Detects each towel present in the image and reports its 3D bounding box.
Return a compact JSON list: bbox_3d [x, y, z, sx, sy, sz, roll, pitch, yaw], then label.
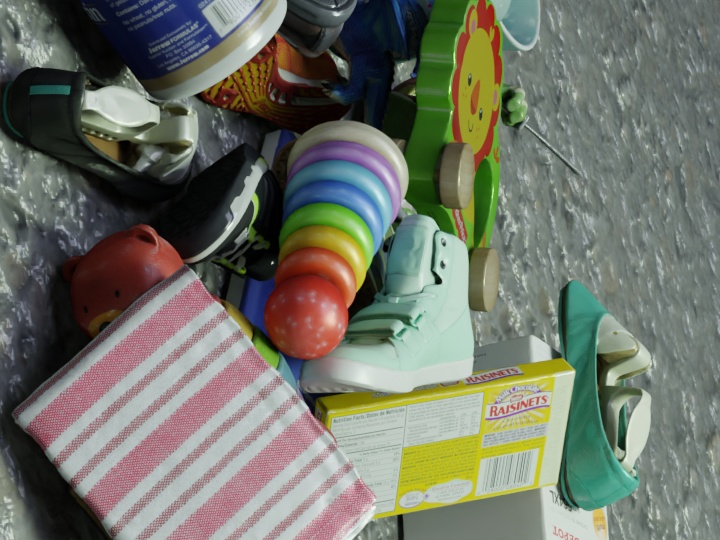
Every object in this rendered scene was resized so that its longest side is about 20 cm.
[{"bbox_3d":[-0.099,0.116,1.436,0.146,0.030,0.200,-41,97,-21],"label":"towel"}]

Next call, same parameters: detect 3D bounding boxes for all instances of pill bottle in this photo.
[{"bbox_3d":[-0.146,-0.220,1.550,0.200,0.116,0.116,54,33,-23],"label":"pill bottle"}]

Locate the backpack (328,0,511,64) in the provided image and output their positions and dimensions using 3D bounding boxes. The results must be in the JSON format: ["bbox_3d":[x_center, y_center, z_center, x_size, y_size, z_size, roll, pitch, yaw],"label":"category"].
[{"bbox_3d":[0.021,-0.259,1.843,0.153,0.176,0.200,-34,109,-44],"label":"backpack"}]

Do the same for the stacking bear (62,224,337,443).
[{"bbox_3d":[-0.111,0.063,1.507,0.200,0.121,0.114,56,35,-20],"label":"stacking bear"}]

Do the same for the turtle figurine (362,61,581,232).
[{"bbox_3d":[0.069,-0.086,1.881,0.194,0.144,0.200,-18,90,-62],"label":"turtle figurine"}]

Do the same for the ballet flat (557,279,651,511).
[{"bbox_3d":[0.194,0.092,1.837,0.067,0.070,0.200,43,40,-47],"label":"ballet flat"}]

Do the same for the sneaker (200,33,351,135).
[{"bbox_3d":[-0.080,-0.157,1.732,0.200,0.073,0.077,30,30,-60],"label":"sneaker"}]

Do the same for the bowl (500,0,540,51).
[{"bbox_3d":[0.070,-0.270,2.002,0.201,0.105,0.201,-14,90,-70],"label":"bowl"}]

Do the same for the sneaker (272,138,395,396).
[{"bbox_3d":[0.000,0.000,1.728,0.090,0.067,0.201,-5,79,-58],"label":"sneaker"}]

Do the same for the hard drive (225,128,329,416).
[{"bbox_3d":[-0.046,0.012,1.739,0.132,0.025,0.200,53,34,-38],"label":"hard drive"}]

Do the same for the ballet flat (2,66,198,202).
[{"bbox_3d":[-0.150,-0.086,1.540,0.200,0.068,0.068,17,68,-60],"label":"ballet flat"}]

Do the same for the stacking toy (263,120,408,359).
[{"bbox_3d":[-0.021,-0.014,1.566,0.085,0.085,0.200,60,24,-29],"label":"stacking toy"}]

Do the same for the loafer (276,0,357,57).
[{"bbox_3d":[-0.096,-0.220,1.657,0.200,0.063,0.072,37,46,7],"label":"loafer"}]

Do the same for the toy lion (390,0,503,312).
[{"bbox_3d":[0.073,-0.098,1.745,0.200,0.069,0.192,72,29,-51],"label":"toy lion"}]

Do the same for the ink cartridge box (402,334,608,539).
[{"bbox_3d":[0.114,0.173,1.860,0.129,0.125,0.200,32,49,-54],"label":"ink cartridge box"}]

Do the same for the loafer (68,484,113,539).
[{"bbox_3d":[-0.120,0.190,1.476,0.072,0.073,0.200,-40,107,-41],"label":"loafer"}]

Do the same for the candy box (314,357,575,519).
[{"bbox_3d":[0.058,0.124,1.708,0.026,0.200,0.102,-133,-138,-53],"label":"candy box"}]

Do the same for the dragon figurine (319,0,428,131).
[{"bbox_3d":[0.016,-0.169,1.726,0.200,0.099,0.059,67,19,7],"label":"dragon figurine"}]

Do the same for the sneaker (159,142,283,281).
[{"bbox_3d":[-0.076,-0.031,1.598,0.083,0.072,0.200,55,14,-9],"label":"sneaker"}]

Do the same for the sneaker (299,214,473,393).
[{"bbox_3d":[0.015,0.022,1.608,0.200,0.074,0.118,-8,98,-63],"label":"sneaker"}]
